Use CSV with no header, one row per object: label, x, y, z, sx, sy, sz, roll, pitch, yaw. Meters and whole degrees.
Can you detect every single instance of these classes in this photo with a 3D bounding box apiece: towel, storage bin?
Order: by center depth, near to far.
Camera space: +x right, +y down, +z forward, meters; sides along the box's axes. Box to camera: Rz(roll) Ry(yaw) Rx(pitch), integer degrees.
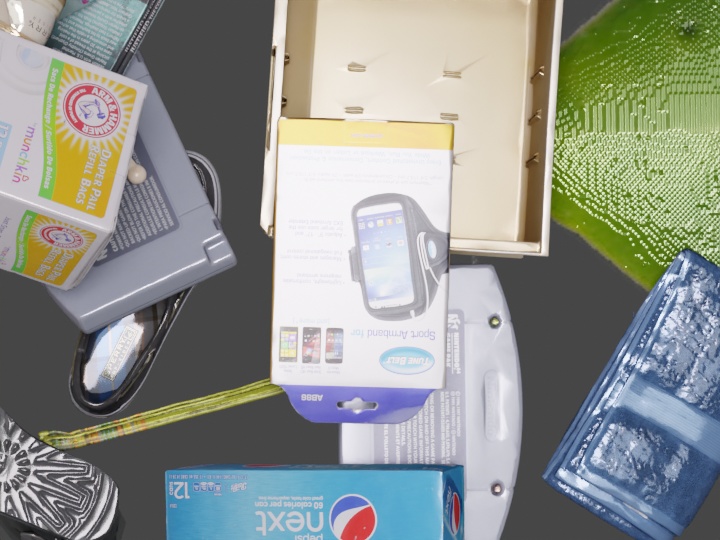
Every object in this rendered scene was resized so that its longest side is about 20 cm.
towel,-0.122,0.094,1.416,0.199,0.086,0.018,-15,89,-3
storage bin,0.034,-0.115,1.427,0.197,0.094,0.202,4,88,-3
towel,0.224,0.091,1.450,0.111,0.049,0.201,31,87,-2

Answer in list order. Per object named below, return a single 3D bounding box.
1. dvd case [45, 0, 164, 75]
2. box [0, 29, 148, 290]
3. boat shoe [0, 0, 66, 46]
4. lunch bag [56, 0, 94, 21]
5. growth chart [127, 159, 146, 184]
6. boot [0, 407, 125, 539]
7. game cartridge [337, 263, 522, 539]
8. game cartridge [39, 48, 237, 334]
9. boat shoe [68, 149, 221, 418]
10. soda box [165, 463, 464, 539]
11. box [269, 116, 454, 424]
dvd case,-0.197,-0.219,1.432,0.145,0.022,0.201,26,85,21
box,-0.246,-0.082,1.265,0.199,0.101,0.113,20,61,-16
boat shoe,-0.291,-0.172,1.318,0.199,0.074,0.070,12,77,19
lunch bag,-0.262,-0.240,1.403,0.199,0.077,0.161,-23,73,11
growth chart,-0.253,-0.080,1.331,0.199,0.018,0.145,-31,84,-33
boot,-0.231,0.140,1.353,0.164,0.200,0.066,32,78,2
game cartridge,0.049,0.096,1.449,0.132,0.041,0.202,0,88,1
game cartridge,-0.180,-0.057,1.406,0.133,0.042,0.201,-26,61,0
boat shoe,-0.153,0.009,1.427,0.070,0.066,0.201,27,87,-2
soda box,-0.031,0.168,1.399,0.199,0.064,0.068,-2,88,17
box,0.000,0.000,1.359,0.118,0.041,0.202,2,94,-2
